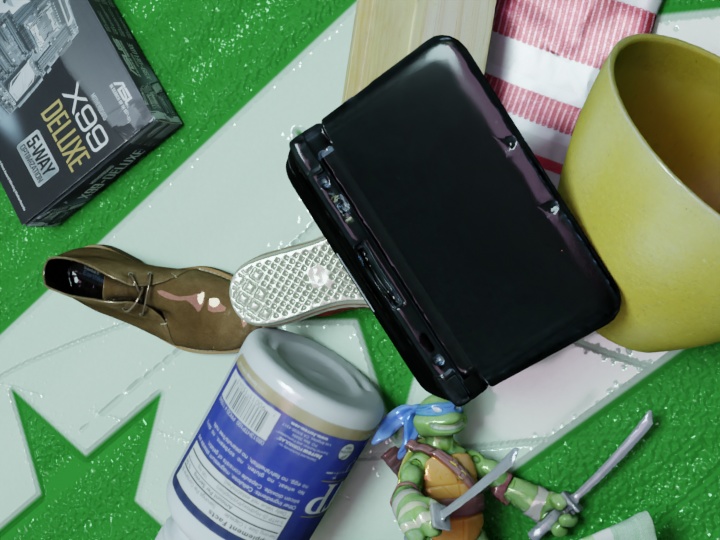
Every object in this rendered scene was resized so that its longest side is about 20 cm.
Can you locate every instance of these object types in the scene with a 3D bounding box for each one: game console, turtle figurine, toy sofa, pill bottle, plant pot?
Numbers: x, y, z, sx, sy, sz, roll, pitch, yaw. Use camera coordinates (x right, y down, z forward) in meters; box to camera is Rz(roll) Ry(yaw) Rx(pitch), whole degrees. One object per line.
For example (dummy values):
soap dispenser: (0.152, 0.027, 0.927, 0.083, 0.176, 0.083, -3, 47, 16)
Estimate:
game console: (0.051, -0.025, 0.718, 0.116, 0.176, 0.201, -33, 91, -7)
turtle figurine: (0.088, 0.191, 0.756, 0.199, 0.144, 0.196, 3, 96, 25)
toy sofa: (0.041, -0.185, 0.790, 0.083, 0.097, 0.202, 5, 86, 64)
pill bottle: (-0.079, 0.157, 0.833, 0.119, 0.120, 0.201, 34, 103, 17)
plant pot: (0.203, -0.030, 0.697, 0.200, 0.200, 0.142, 46, 131, 14)

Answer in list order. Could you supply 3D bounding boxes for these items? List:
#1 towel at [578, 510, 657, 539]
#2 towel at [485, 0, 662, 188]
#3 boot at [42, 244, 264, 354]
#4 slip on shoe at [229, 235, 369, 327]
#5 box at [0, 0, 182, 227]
towel: (0.123, 0.266, 0.727, 0.199, 0.023, 0.154, -19, 106, -16)
towel: (0.121, -0.134, 0.800, 0.143, 0.023, 0.201, 24, 99, 19)
boot: (-0.170, 0.025, 0.891, 0.199, 0.075, 0.074, 14, 94, 20)
slip on shoe: (0.000, 0.000, 0.832, 0.198, 0.061, 0.075, -13, 89, 8)
box: (-0.265, -0.162, 0.937, 0.157, 0.050, 0.201, -34, 79, 19)
